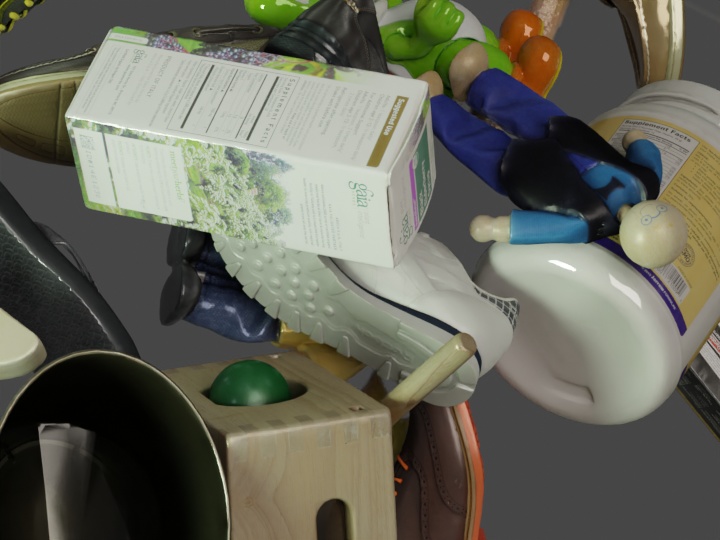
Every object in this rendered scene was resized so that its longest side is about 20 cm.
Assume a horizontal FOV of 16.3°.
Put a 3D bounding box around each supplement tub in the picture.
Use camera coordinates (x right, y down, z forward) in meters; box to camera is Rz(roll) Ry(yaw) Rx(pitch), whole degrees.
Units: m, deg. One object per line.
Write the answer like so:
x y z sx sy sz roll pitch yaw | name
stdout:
0.172 -0.015 1.588 0.145 0.145 0.200 46 51 -8 | supplement tub

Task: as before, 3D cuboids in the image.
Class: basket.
-0.168 0.144 1.428 0.136 0.200 0.181 -4 84 -21 | basket

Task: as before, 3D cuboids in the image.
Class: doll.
0.114 -0.059 1.498 0.136 0.049 0.200 -33 54 -29 | doll

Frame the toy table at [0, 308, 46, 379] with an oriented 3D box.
-0.284 0.033 1.425 0.200 0.184 0.117 38 72 12 | toy table

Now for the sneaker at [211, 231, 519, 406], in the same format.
0.000 0.000 1.513 0.200 0.076 0.081 35 53 4 | sneaker

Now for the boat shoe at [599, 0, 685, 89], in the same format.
0.172 -0.212 1.682 0.066 0.074 0.201 -9 83 -8 | boat shoe

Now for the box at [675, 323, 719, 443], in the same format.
0.310 0.074 1.695 0.160 0.049 0.200 -43 97 -18 | box

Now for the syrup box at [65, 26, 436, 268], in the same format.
-0.061 -0.072 1.451 0.200 0.079 0.082 10 50 15 | syrup box

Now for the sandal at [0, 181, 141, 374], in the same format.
-0.192 0.001 1.514 0.200 0.076 0.043 54 42 -6 | sandal

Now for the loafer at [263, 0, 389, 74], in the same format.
0.002 -0.093 1.543 0.073 0.200 0.072 29 66 26 | loafer

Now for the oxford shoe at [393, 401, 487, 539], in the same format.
0.040 0.137 1.559 0.072 0.071 0.201 -8 100 -2 | oxford shoe

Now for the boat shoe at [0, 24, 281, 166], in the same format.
-0.135 -0.113 1.555 0.199 0.073 0.065 -4 44 -8 | boat shoe

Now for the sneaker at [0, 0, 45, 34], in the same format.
-0.221 -0.175 1.525 0.084 0.074 0.200 17 77 -17 | sneaker

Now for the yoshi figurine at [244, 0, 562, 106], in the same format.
0.029 -0.171 1.606 0.200 0.112 0.112 14 61 -15 | yoshi figurine

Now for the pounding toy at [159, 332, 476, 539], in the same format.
-0.030 0.124 1.461 0.142 0.184 0.201 -8 104 -21 | pounding toy

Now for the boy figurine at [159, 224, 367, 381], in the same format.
-0.025 0.021 1.574 0.200 0.064 0.125 12 75 -16 | boy figurine
